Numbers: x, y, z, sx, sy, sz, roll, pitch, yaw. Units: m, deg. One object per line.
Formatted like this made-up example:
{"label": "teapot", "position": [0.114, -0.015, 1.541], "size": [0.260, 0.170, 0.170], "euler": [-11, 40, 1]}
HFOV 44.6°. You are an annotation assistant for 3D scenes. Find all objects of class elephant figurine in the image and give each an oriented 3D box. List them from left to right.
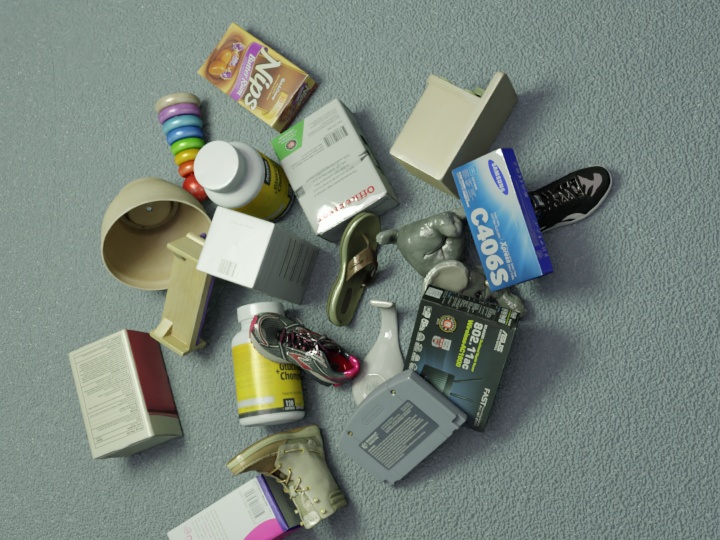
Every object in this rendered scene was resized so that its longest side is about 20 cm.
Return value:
{"label": "elephant figurine", "position": [0.149, 0.007, 1.413], "size": [0.155, 0.141, 0.201], "euler": [-16, 92, 45]}

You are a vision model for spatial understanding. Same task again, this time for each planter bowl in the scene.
{"label": "planter bowl", "position": [-0.373, -0.083, 1.578], "size": [0.200, 0.200, 0.135], "euler": [-38, 45, 9]}

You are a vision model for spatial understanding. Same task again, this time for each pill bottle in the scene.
{"label": "pill bottle", "position": [-0.200, -0.154, 1.503], "size": [0.111, 0.200, 0.113], "euler": [-3, 81, 18]}
{"label": "pill bottle", "position": [-0.160, 0.160, 1.492], "size": [0.111, 0.112, 0.201], "euler": [-11, 78, 17]}

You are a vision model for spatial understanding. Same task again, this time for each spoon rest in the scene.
{"label": "spoon rest", "position": [0.037, 0.147, 1.465], "size": [0.099, 0.061, 0.201], "euler": [8, 97, 21]}

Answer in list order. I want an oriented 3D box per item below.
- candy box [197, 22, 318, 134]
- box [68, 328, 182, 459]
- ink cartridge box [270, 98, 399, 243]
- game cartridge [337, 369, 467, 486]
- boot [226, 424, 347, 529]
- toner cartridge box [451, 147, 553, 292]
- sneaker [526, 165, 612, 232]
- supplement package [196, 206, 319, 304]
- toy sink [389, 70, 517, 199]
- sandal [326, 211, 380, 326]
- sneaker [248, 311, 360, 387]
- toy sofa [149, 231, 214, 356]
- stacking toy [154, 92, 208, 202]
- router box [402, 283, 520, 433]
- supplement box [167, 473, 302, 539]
{"label": "candy box", "position": [-0.190, -0.354, 1.619], "size": [0.200, 0.056, 0.117], "euler": [37, 93, 19]}
{"label": "box", "position": [-0.420, 0.222, 1.573], "size": [0.127, 0.109, 0.201], "euler": [-22, 75, 14]}
{"label": "ink cartridge box", "position": [-0.045, -0.170, 1.522], "size": [0.146, 0.084, 0.201], "euler": [-30, 73, 12]}
{"label": "game cartridge", "position": [0.057, 0.246, 1.385], "size": [0.133, 0.042, 0.200], "euler": [42, 122, 0]}
{"label": "boot", "position": [-0.112, 0.339, 1.406], "size": [0.072, 0.200, 0.155], "euler": [-34, 73, 34]}
{"label": "toner cartridge box", "position": [0.216, -0.077, 1.342], "size": [0.095, 0.043, 0.201], "euler": [-22, 83, 37]}
{"label": "sneaker", "position": [0.303, -0.107, 1.379], "size": [0.199, 0.112, 0.073], "euler": [-31, 74, 12]}
{"label": "supplement package", "position": [-0.167, -0.021, 1.478], "size": [0.113, 0.200, 0.110], "euler": [18, 86, 21]}
{"label": "toy sink", "position": [0.152, -0.241, 1.444], "size": [0.112, 0.130, 0.201], "euler": [32, 93, 21]}
{"label": "sandal", "position": [0.000, 0.001, 1.480], "size": [0.057, 0.080, 0.202], "euler": [18, 97, 43]}
{"label": "sneaker", "position": [-0.089, 0.122, 1.434], "size": [0.075, 0.199, 0.081], "euler": [-26, 42, 57]}
{"label": "toy sofa", "position": [-0.291, 0.039, 1.530], "size": [0.083, 0.097, 0.201], "euler": [28, 118, 20]}
{"label": "stacking toy", "position": [-0.323, -0.223, 1.633], "size": [0.085, 0.085, 0.201], "euler": [-16, 81, 16]}
{"label": "router box", "position": [0.148, 0.137, 1.360], "size": [0.149, 0.062, 0.201], "euler": [17, 117, 10]}
{"label": "supplement box", "position": [-0.204, 0.430, 1.469], "size": [0.200, 0.103, 0.101], "euler": [-33, 73, 10]}
